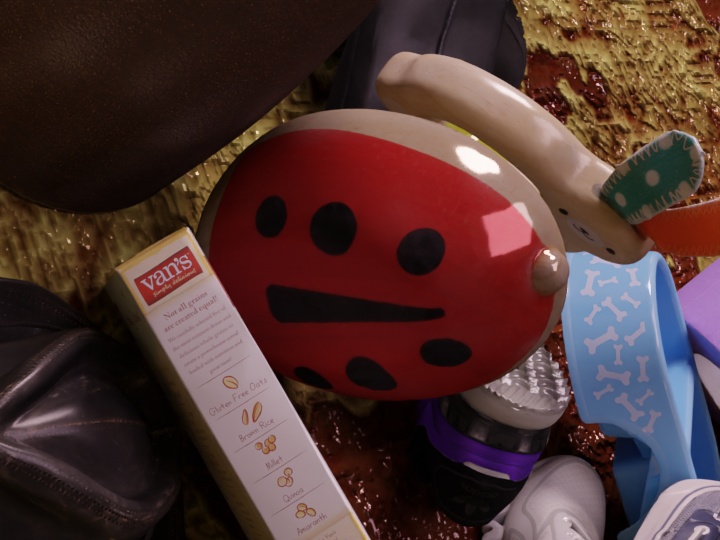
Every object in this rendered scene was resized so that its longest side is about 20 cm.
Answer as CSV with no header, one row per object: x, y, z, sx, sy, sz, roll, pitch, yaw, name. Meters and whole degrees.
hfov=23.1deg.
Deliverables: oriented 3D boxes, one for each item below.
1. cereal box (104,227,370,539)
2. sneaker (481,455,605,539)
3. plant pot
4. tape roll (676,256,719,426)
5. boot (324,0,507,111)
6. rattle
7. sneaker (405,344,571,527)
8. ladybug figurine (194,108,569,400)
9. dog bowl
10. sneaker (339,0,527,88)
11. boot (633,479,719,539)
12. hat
-0.042,0.080,0.735,0.039,0.144,0.201,-30,93,-10,cereal box
0.096,0.165,0.877,0.075,0.081,0.201,46,40,-15,sneaker
-0.072,-0.141,0.753,0.186,0.199,0.189,18,65,-42,plant pot
0.258,0.082,1.021,0.201,0.065,0.200,52,-1,1,tape roll
0.065,-0.109,0.937,0.163,0.066,0.202,13,87,-24,boot
0.065,-0.012,0.807,0.143,0.199,0.131,-40,140,-22,rattle
0.054,0.063,0.898,0.069,0.100,0.200,17,20,-4,sneaker
0.000,0.000,0.778,0.072,0.198,0.137,-36,116,-46,ladybug figurine
0.157,0.077,0.957,0.112,0.049,0.202,-69,145,-57,dog bowl
0.007,-0.149,0.977,0.199,0.076,0.091,35,55,-19,sneaker
0.171,0.156,0.833,0.200,0.090,0.074,-27,114,-55,boot
-0.127,0.074,0.684,0.200,0.081,0.203,24,53,-37,hat
